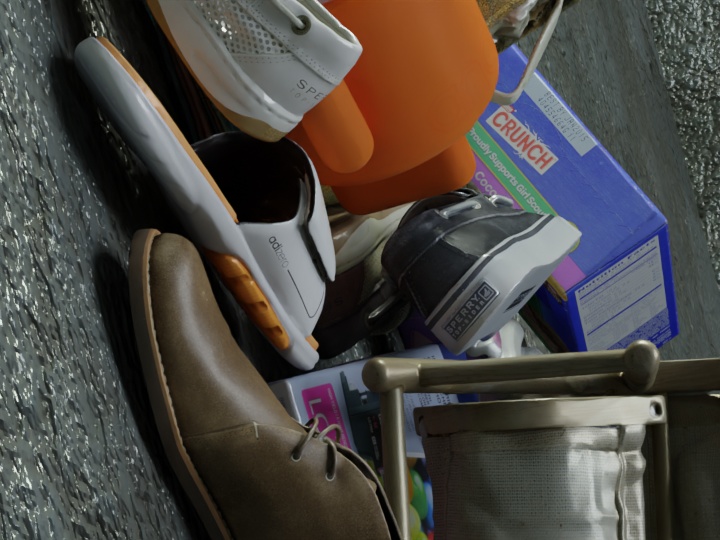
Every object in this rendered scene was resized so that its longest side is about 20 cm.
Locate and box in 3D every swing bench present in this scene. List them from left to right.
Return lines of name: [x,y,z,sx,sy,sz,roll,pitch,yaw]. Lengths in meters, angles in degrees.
swing bench: [0.101,0.135,1.268,0.200,0.130,0.199,10,76,-66]

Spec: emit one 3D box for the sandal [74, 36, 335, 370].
sandal: [-0.047,-0.034,1.197,0.079,0.059,0.207,49,-6,40]

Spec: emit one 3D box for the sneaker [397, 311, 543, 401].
sneaker: [0.058,0.068,1.565,0.200,0.088,0.080,48,18,-10]

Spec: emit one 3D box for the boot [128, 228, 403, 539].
boot: [-0.034,0.069,1.144,0.074,0.075,0.200,-66,137,-69]

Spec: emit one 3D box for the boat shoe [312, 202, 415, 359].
boat shoe: [0.000,0.000,1.406,0.200,0.072,0.065,-32,111,-74]

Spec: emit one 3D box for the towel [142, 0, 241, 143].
towel: [-0.067,-0.133,1.357,0.200,0.022,0.147,-76,148,-62]

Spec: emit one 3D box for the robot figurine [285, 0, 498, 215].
robot figurine: [-0.012,-0.119,1.282,0.144,0.117,0.200,-48,132,-25]

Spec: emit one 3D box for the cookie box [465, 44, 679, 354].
cookie box: [0.101,-0.036,1.675,0.171,0.075,0.200,51,-6,20]

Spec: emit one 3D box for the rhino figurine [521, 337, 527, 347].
rhino figurine: [0.056,0.021,1.644,0.087,0.060,0.200,-50,122,-79]

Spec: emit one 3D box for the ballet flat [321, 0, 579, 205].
ballet flat: [0.039,-0.090,1.415,0.071,0.200,0.071,38,-16,13]

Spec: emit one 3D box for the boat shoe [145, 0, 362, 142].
boat shoe: [-0.069,-0.149,1.174,0.200,0.069,0.071,54,16,5]

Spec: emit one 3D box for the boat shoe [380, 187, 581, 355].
boat shoe: [0.050,-0.008,1.356,0.068,0.072,0.200,43,14,6]

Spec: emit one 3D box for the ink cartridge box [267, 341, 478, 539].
ink cartridge box: [0.017,0.097,1.304,0.200,0.042,0.119,-10,84,-64]
